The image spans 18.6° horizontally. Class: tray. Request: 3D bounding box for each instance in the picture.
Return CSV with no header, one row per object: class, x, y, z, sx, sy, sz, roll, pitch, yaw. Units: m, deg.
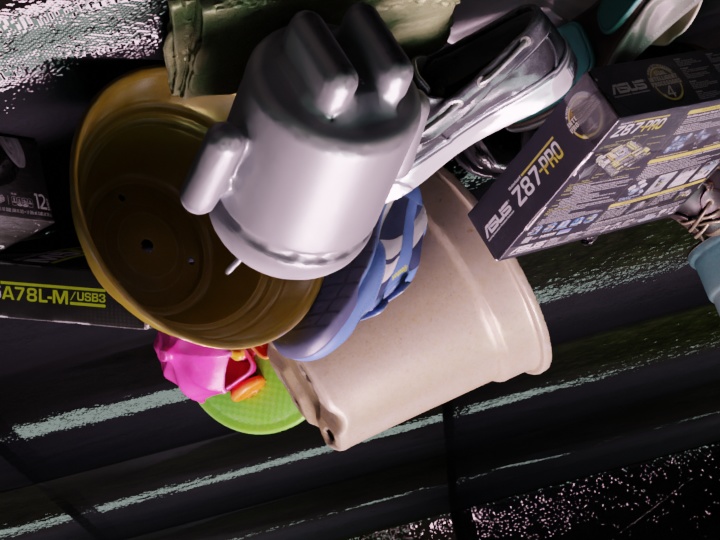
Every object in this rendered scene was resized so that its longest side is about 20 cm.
tray,0.127,-0.167,1.562,0.107,0.022,0.200,-21,163,24

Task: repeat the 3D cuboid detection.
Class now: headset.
headset,0.122,-0.090,1.633,0.123,0.095,0.199,1,164,46

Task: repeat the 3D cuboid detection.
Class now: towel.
towel,-0.029,-0.163,1.407,0.198,0.037,0.149,-11,163,-11

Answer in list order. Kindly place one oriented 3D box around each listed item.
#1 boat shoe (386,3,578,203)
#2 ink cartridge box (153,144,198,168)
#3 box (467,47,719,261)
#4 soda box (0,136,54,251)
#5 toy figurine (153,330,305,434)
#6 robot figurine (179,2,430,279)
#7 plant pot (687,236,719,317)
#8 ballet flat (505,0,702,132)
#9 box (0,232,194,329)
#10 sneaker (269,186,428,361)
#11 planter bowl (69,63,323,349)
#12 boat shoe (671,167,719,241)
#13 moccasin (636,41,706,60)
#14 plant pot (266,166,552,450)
boat shoe,0.045,-0.111,1.458,0.199,0.072,0.068,-27,131,16
ink cartridge box,-0.063,-0.096,1.589,0.198,0.045,0.094,-9,164,-18
box,0.191,-0.084,1.541,0.199,0.049,0.161,-14,155,-41
soda box,-0.301,-0.057,1.471,0.070,0.064,0.199,-25,162,32
toy figurine,-0.093,0.050,1.855,0.199,0.151,0.184,-35,168,11
robot figurine,-0.031,-0.074,1.378,0.168,0.113,0.201,-8,143,-30
plant pot,0.466,0.051,2.310,0.198,0.198,0.200,-14,165,-4
ballet flat,0.174,-0.154,1.491,0.063,0.068,0.200,20,131,-32
box,-0.189,0.005,1.623,0.192,0.048,0.200,7,-171,25
sneaker,0.000,0.000,1.535,0.073,0.201,0.083,-2,130,30
planter bowl,-0.125,-0.029,1.469,0.199,0.202,0.083,-2,160,-39
boat shoe,0.317,-0.069,1.980,0.199,0.074,0.074,-3,161,-37
moccasin,0.215,-0.117,1.688,0.077,0.074,0.201,20,150,-21
plant pot,0.023,0.043,1.764,0.183,0.201,0.201,-32,168,-13
